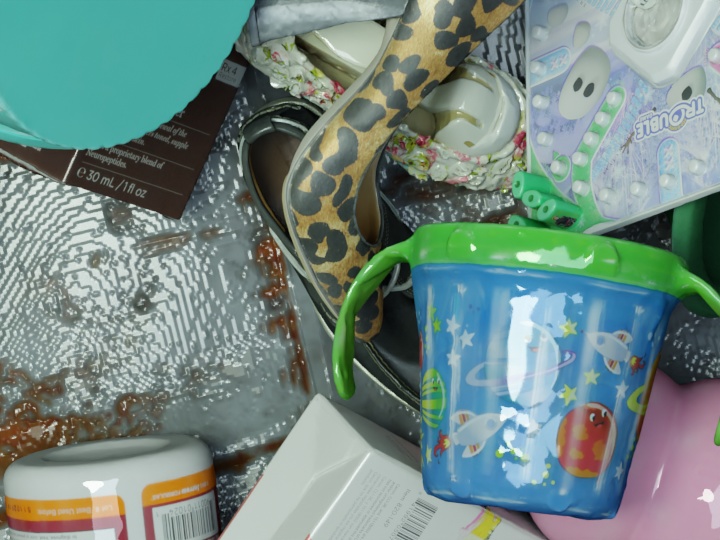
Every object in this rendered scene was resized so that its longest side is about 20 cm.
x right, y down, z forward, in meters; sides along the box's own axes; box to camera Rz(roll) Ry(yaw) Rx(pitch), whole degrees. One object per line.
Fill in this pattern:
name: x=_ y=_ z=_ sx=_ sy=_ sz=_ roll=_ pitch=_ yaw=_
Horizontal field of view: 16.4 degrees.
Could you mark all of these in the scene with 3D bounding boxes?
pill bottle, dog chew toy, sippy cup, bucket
pill bottle: x=-0.123 y=0.194 z=1.322 sx=0.112 sy=0.113 sz=0.201 roll=-6 pitch=94 yaw=2
dog chew toy: x=0.140 y=0.102 z=1.301 sx=0.199 sy=0.125 sz=0.125 roll=19 pitch=95 yaw=1
sippy cup: x=0.084 y=0.051 z=1.206 sx=0.139 sy=0.177 sz=0.131 roll=13 pitch=83 yaw=-41
bucket: x=-0.148 y=-0.159 z=1.148 sx=0.134 sy=0.207 sz=0.208 roll=28 pitch=96 yaw=38

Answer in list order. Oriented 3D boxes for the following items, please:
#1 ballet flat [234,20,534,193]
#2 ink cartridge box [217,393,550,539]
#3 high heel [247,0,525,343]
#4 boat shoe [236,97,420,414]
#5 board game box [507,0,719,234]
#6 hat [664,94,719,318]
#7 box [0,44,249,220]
ballet flat: x=0.025 y=-0.094 z=1.290 sx=0.199 sy=0.064 sz=0.076 roll=22 pitch=79 yaw=-20
ink cartridge box: x=0.028 y=0.162 z=1.311 sx=0.200 sy=0.067 sz=0.117 roll=32 pitch=96 yaw=-36
high heel: x=0.031 y=-0.060 z=1.232 sx=0.142 sy=0.071 sz=0.201 roll=-8 pitch=114 yaw=10
boat shoe: x=0.000 y=0.000 z=1.328 sx=0.072 sy=0.068 sz=0.200 roll=-35 pitch=96 yaw=3
board game box: x=0.145 y=-0.128 z=1.230 sx=0.026 sy=0.199 sz=0.201 roll=16 pitch=66 yaw=-37
hat: x=0.155 y=-0.097 z=1.322 sx=0.176 sy=0.166 sz=0.200 roll=26 pitch=72 yaw=32
box: x=-0.105 y=-0.136 z=1.295 sx=0.075 sy=0.100 sz=0.201 roll=26 pitch=96 yaw=36
